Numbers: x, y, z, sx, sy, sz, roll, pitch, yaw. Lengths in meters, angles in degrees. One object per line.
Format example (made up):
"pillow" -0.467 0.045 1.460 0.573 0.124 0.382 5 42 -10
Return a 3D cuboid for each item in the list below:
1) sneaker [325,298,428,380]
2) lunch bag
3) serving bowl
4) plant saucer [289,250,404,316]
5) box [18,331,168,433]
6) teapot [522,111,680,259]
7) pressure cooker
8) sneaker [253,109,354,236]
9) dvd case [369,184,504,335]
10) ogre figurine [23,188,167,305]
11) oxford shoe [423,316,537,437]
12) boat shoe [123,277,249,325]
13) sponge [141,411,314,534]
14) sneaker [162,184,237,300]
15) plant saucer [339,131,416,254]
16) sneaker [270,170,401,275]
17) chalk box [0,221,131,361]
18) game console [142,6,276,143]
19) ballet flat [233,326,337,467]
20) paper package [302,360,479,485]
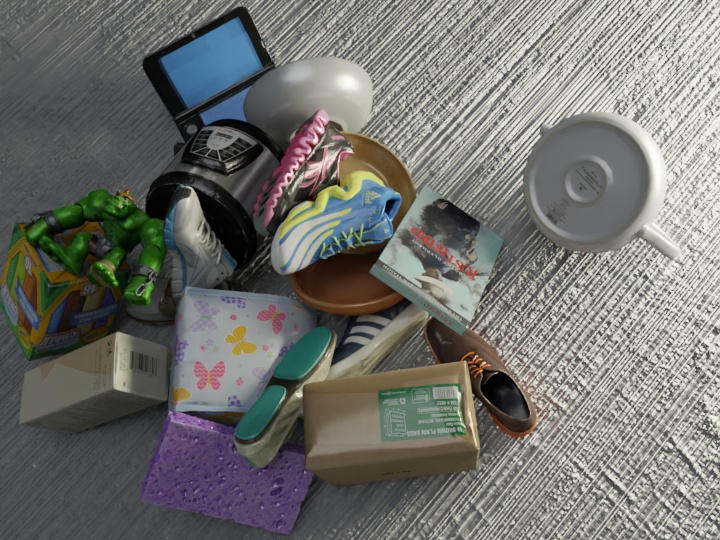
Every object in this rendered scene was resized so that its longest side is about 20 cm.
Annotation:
"sneaker" 0.000 0.087 0.950 0.199 0.075 0.085 -36 66 -19
"lunch bag" -0.154 0.126 0.932 0.197 0.127 0.172 5 67 -18
"serving bowl" -0.073 -0.228 1.026 0.197 0.200 0.067 -14 71 4
"plant saucer" 0.000 0.000 0.963 0.197 0.038 0.201 -8 35 6
"box" -0.364 0.158 0.938 0.198 0.095 0.079 -21 61 26
"teapot" 0.329 -0.115 0.942 0.195 0.145 0.203 0 92 32
"pressure cooker" -0.197 -0.120 1.003 0.177 0.176 0.201 -18 32 38
"sneaker" -0.070 -0.119 0.927 0.095 0.079 0.202 38 65 -22
"dvd case" 0.110 -0.021 0.927 0.145 0.022 0.201 34 46 0
"ogre figurine" -0.333 -0.042 0.907 0.198 0.099 0.120 14 53 30
"oxford shoe" 0.158 0.127 0.904 0.071 0.073 0.200 -42 67 -8
"boat shoe" -0.265 0.036 1.020 0.197 0.069 0.076 -5 67 8
"sponge" -0.160 0.254 0.855 0.198 0.030 0.113 21 99 -21
"sneaker" -0.205 -0.030 0.904 0.085 0.201 0.076 11 51 3
"plant saucer" -0.019 -0.107 0.988 0.197 0.036 0.203 5 64 -11
"sneaker" -0.023 -0.059 0.882 0.104 0.076 0.200 21 54 36
"chalk box" -0.438 0.039 0.998 0.125 0.123 0.201 48 126 24
"game console" -0.224 -0.295 1.122 0.198 0.119 0.172 -29 66 -2
"ballet flat" -0.088 0.157 0.860 0.067 0.063 0.200 7 43 38
"paper package" 0.040 0.193 0.835 0.197 0.191 0.105 -8 67 5
